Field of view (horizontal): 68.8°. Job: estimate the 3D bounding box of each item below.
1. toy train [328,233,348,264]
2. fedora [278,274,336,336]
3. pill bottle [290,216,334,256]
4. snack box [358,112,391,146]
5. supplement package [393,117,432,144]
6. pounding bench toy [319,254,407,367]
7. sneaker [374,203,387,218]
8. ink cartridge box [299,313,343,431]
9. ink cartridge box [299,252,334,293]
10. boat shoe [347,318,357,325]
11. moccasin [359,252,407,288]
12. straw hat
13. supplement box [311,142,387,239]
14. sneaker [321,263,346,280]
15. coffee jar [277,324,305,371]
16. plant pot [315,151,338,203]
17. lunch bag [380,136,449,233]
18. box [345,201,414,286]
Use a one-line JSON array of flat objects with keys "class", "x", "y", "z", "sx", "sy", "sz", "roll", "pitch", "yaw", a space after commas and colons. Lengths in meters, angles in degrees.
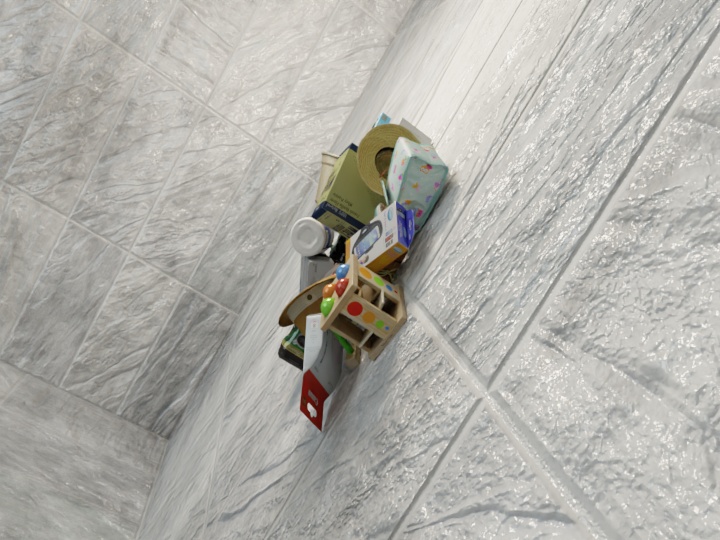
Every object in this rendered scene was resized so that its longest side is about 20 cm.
[{"class": "toy train", "x": -0.036, "y": -0.107, "z": 1.655, "sx": 0.205, "sy": 0.083, "sz": 0.114, "roll": -63, "pitch": 3, "yaw": 2}, {"class": "fedora", "x": -0.097, "y": 0.095, "z": 1.236, "sx": 0.197, "sy": 0.083, "sz": 0.202, "roll": -32, "pitch": -16, "yaw": -10}, {"class": "pill bottle", "x": -0.141, "y": -0.108, "z": 1.622, "sx": 0.113, "sy": 0.109, "sz": 0.200, "roll": -57, "pitch": -4, "yaw": 9}, {"class": "snack box", "x": 0.024, "y": -0.382, "z": 1.603, "sx": 0.119, "sy": 0.036, "sz": 0.199, "roll": -65, "pitch": 11, "yaw": -20}, {"class": "supplement package", "x": 0.108, "y": -0.347, "z": 1.540, "sx": 0.112, "sy": 0.112, "sz": 0.199, "roll": -61, "pitch": 14, "yaw": -6}, {"class": "pounding bench toy", "x": -0.022, "y": 0.100, "z": 1.114, "sx": 0.202, "sy": 0.153, "sz": 0.126, "roll": -53, "pitch": 17, "yaw": 24}, {"class": "sneaker", "x": 0.051, "y": -0.088, "z": 1.323, "sx": 0.080, "sy": 0.070, "sz": 0.204, "roll": -41, "pitch": 31, "yaw": 28}, {"class": "ink cartridge box", "x": -0.081, "y": 0.224, "z": 1.146, "sx": 0.164, "sy": 0.055, "sz": 0.206, "roll": 66, "pitch": -162, "yaw": -56}, {"class": "ink cartridge box", "x": -0.140, "y": 0.026, "z": 1.643, "sx": 0.200, "sy": 0.081, "sz": 0.151, "roll": -139, "pitch": 51, "yaw": -74}, {"class": "boat shoe", "x": -0.054, "y": 0.110, "z": 1.352, "sx": 0.199, "sy": 0.065, "sz": 0.073, "roll": -25, "pitch": 35, "yaw": 60}, {"class": "moccasin", "x": 0.047, "y": 0.007, "z": 1.213, "sx": 0.202, "sy": 0.072, "sz": 0.079, "roll": -49, "pitch": 33, "yaw": 25}, {"class": "straw hat", "x": 0.080, "y": -0.276, "z": 1.399, "sx": 0.206, "sy": 0.197, "sz": 0.085, "roll": -62, "pitch": 2, "yaw": -7}, {"class": "supplement box", "x": -0.004, "y": -0.203, "z": 1.482, "sx": 0.205, "sy": 0.196, "sz": 0.134, "roll": -66, "pitch": 15, "yaw": -13}, {"class": "sneaker", "x": -0.052, "y": 0.007, "z": 1.332, "sx": 0.198, "sy": 0.076, "sz": 0.084, "roll": -36, "pitch": 42, "yaw": 41}, {"class": "coffee jar", "x": -0.149, "y": 0.173, "z": 1.478, "sx": 0.204, "sy": 0.102, "sz": 0.085, "roll": -59, "pitch": 12, "yaw": 2}, {"class": "plant pot", "x": -0.088, "y": -0.329, "z": 2.026, "sx": 0.200, "sy": 0.194, "sz": 0.190, "roll": -146, "pitch": 75, "yaw": -74}, {"class": "lunch bag", "x": 0.115, "y": -0.190, "z": 1.254, "sx": 0.172, "sy": 0.118, "sz": 0.205, "roll": -100, "pitch": 26, "yaw": -60}, {"class": "box", "x": 0.040, "y": -0.062, "z": 1.168, "sx": 0.199, "sy": 0.041, "sz": 0.122, "roll": -39, "pitch": 38, "yaw": 37}]
